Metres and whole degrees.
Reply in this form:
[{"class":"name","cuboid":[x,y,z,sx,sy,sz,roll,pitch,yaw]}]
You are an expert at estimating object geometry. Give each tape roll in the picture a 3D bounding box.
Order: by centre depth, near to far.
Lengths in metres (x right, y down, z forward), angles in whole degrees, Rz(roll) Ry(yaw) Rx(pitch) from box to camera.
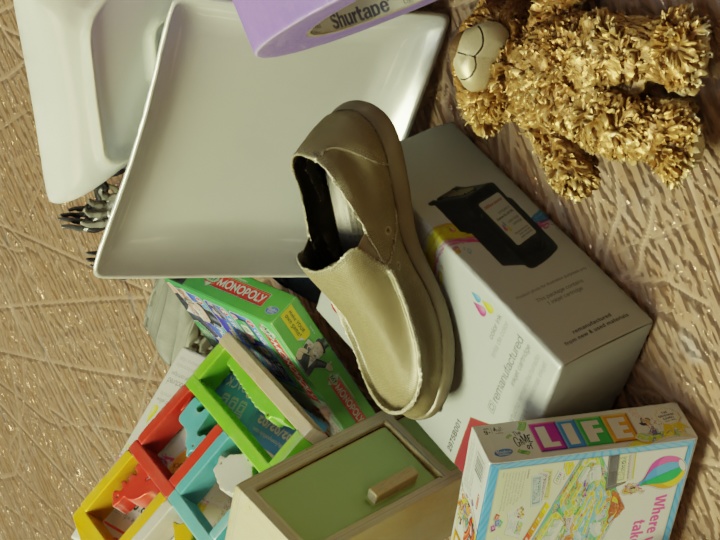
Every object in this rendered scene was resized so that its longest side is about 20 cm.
[{"class":"tape roll","cuboid":[0.017,-0.196,1.152,0.200,0.199,0.085,-21,91,56]}]

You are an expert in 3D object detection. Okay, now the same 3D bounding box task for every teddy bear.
[{"class":"teddy bear","cuboid":[0.120,-0.111,1.175,0.200,0.067,0.146,38,134,36]}]

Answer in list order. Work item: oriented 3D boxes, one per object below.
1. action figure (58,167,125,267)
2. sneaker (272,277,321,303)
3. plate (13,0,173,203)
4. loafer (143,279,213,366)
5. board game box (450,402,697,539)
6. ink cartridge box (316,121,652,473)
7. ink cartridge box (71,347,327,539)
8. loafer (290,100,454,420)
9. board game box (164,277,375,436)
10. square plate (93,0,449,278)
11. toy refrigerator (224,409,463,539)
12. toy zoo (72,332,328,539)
[{"class":"action figure","cuboid":[-0.187,-0.080,1.588,0.119,0.102,0.200,61,149,31]},{"class":"sneaker","cuboid":[-0.086,-0.033,1.374,0.200,0.085,0.075,42,129,-16]},{"class":"plate","cuboid":[-0.116,-0.149,1.244,0.032,0.199,0.200,36,150,24]},{"class":"loafer","cuboid":[-0.134,-0.002,1.585,0.070,0.070,0.200,41,139,21]},{"class":"board game box","cuboid":[0.121,0.174,1.272,0.034,0.134,0.201,-115,26,-48]},{"class":"ink cartridge box","cuboid":[0.072,0.028,1.305,0.200,0.083,0.146,47,141,28]},{"class":"ink cartridge box","cuboid":[-0.124,0.166,1.446,0.068,0.201,0.115,37,168,-38]},{"class":"loafer","cuboid":[0.000,0.000,1.254,0.076,0.067,0.201,-5,103,54]},{"class":"board game box","cuboid":[-0.049,0.078,1.472,0.134,0.029,0.200,20,151,47]},{"class":"square plate","cuboid":[-0.059,-0.083,1.292,0.028,0.199,0.199,51,130,43]},{"class":"toy refrigerator","cuboid":[0.014,0.142,1.342,0.076,0.199,0.070,43,139,30]},{"class":"toy zoo","cuboid":[-0.120,0.151,1.383,0.020,0.200,0.131,38,-176,-41]}]
